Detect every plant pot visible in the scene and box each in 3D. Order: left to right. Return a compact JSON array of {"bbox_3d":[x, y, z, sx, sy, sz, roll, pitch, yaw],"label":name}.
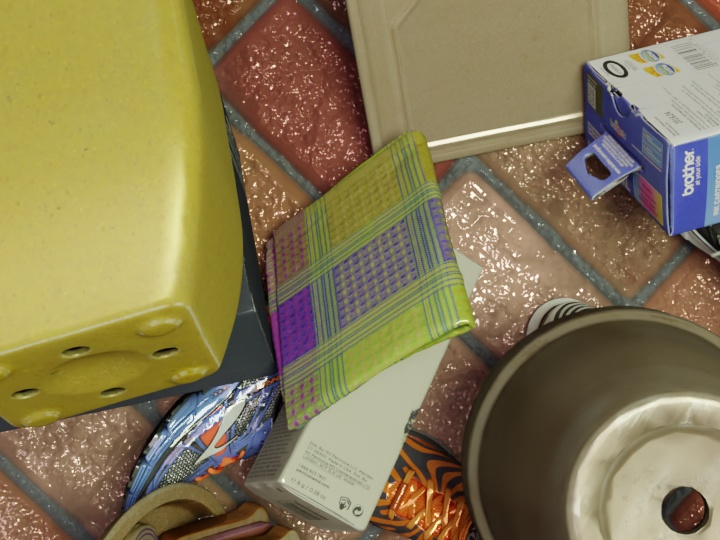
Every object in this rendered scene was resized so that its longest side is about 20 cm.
[{"bbox_3d":[-0.158,-0.035,0.576,0.194,0.196,0.200,-16,68,-5],"label":"plant pot"},{"bbox_3d":[0.162,0.119,0.613,0.200,0.174,0.200,0,88,1],"label":"plant pot"}]

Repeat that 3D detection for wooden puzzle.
[{"bbox_3d":[0.092,-0.172,0.770,0.200,0.037,0.185,-14,122,-4],"label":"wooden puzzle"}]

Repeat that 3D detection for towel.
[{"bbox_3d":[0.000,0.000,0.713,0.144,0.200,0.023,-34,126,19],"label":"towel"}]

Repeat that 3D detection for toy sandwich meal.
[{"bbox_3d":[-0.113,0.234,0.712,0.070,0.205,0.205,7,89,26],"label":"toy sandwich meal"}]

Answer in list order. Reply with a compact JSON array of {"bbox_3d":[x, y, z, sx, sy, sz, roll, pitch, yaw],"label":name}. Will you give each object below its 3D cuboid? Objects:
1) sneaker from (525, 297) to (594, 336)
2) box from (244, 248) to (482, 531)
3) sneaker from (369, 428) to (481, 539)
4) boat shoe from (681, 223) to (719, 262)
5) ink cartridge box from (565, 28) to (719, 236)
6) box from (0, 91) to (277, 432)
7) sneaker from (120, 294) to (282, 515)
[{"bbox_3d":[0.164,0.119,0.759,0.076,0.115,0.201,-14,90,-2],"label":"sneaker"},{"bbox_3d":[0.003,0.070,0.738,0.068,0.082,0.200,33,69,-14],"label":"box"},{"bbox_3d":[0.061,0.165,0.756,0.200,0.112,0.078,22,88,0],"label":"sneaker"},{"bbox_3d":[0.276,-0.024,0.755,0.074,0.068,0.199,-24,62,-4],"label":"boat shoe"},{"bbox_3d":[0.241,-0.101,0.743,0.200,0.136,0.076,-13,125,-7],"label":"ink cartridge box"},{"bbox_3d":[-0.171,-0.010,0.723,0.200,0.104,0.182,-11,62,-2],"label":"box"},{"bbox_3d":[-0.096,0.113,0.774,0.078,0.075,0.200,39,90,-4],"label":"sneaker"}]
